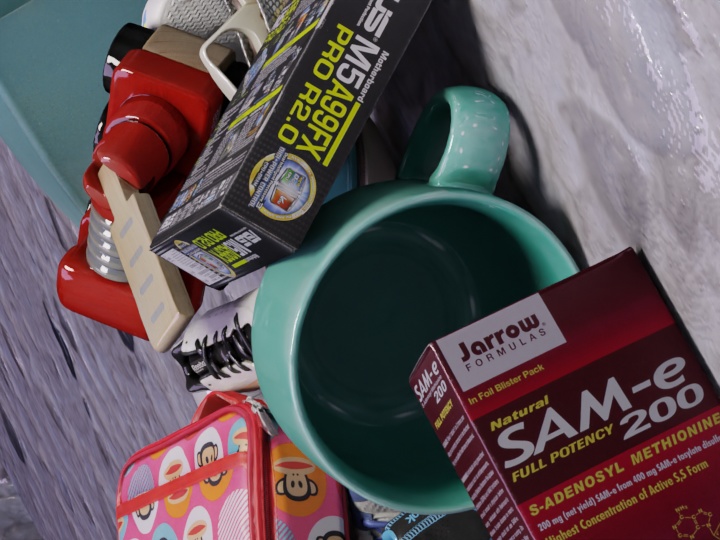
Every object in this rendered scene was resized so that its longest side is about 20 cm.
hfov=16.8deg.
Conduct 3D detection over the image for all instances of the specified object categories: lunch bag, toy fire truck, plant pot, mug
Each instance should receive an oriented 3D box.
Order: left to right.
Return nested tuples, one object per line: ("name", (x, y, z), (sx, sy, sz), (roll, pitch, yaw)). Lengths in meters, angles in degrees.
("plant pot", (-0.177, -0.112, 1.680), (0.200, 0.141, 0.141), (63, 166, -18))
("toy fire truck", (-0.123, -0.019, 1.410), (0.128, 0.200, 0.176), (21, 130, 10))
("lunch bag", (-0.080, 0.158, 1.486), (0.200, 0.082, 0.177), (-30, 59, 55))
("mug", (0.034, 0.020, 1.177), (0.152, 0.185, 0.114), (44, 173, -16))

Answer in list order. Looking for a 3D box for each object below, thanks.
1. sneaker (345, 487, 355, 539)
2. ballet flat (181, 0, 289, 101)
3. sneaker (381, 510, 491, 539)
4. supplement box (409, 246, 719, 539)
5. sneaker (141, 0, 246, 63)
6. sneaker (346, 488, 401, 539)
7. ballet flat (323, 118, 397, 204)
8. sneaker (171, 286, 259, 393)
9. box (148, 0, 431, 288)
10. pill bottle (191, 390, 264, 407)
("sneaker", (-0.050, 0.193, 1.560), (0.073, 0.112, 0.200), (-15, -88, -71))
("ballet flat", (-0.066, -0.151, 1.367), (0.201, 0.072, 0.072), (67, 165, -2))
("sneaker", (0.063, 0.201, 1.435), (0.073, 0.082, 0.200), (41, 153, 52))
("supplement box", (0.116, 0.103, 1.057), (0.200, 0.109, 0.061), (61, 164, 14))
("sneaker", (-0.114, -0.129, 1.547), (0.105, 0.076, 0.200), (54, 162, 39))
("sneaker", (0.030, 0.172, 1.469), (0.200, 0.075, 0.088), (75, -161, -59))
("ballet flat", (0.000, 0.000, 1.358), (0.069, 0.069, 0.200), (43, 128, 55))
("sneaker", (-0.064, 0.048, 1.509), (0.074, 0.080, 0.200), (67, 163, 4))
("box", (-0.034, -0.077, 1.208), (0.044, 0.160, 0.200), (31, 168, -10))
("pill bottle", (-0.037, 0.152, 1.649), (0.200, 0.109, 0.109), (65, 165, 5))
